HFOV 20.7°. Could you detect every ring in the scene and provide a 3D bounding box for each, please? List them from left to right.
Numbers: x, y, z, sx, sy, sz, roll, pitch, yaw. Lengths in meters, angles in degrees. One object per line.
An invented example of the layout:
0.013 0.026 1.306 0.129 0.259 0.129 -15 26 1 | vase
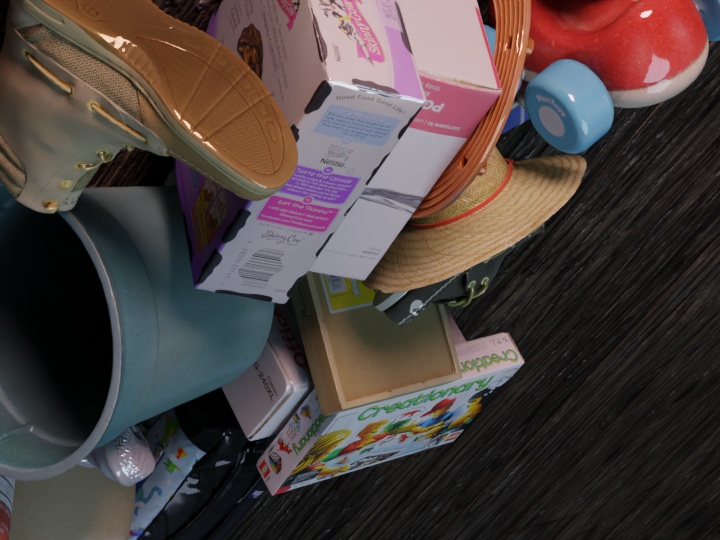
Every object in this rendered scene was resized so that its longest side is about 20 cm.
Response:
0.063 -0.132 1.333 0.019 0.202 0.201 13 136 -25 | ring

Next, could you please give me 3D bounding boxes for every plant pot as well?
-0.264 0.194 1.633 0.199 0.135 0.201 -27 157 -12 | plant pot
-0.174 0.024 1.364 0.200 0.201 0.195 -47 161 32 | plant pot

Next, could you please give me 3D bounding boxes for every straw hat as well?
0.064 -0.070 1.424 0.200 0.086 0.201 -28 -165 8 | straw hat

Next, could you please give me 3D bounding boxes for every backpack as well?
-0.163 0.190 1.766 0.163 0.153 0.201 2 118 -61 | backpack

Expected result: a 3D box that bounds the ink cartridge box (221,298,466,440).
-0.032 0.041 1.606 0.199 0.146 0.083 -10 152 -42 | ink cartridge box

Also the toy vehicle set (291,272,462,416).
0.000 0.000 1.505 0.123 0.202 0.026 -10 172 -39 | toy vehicle set

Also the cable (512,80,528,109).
0.188 -0.177 1.506 0.200 0.050 0.097 -43 171 28 | cable

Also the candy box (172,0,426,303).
-0.048 -0.108 1.252 0.071 0.169 0.200 10 138 -27 | candy box

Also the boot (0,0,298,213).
-0.143 -0.081 1.186 0.073 0.199 0.156 -53 179 -45 | boot

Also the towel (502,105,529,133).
0.182 -0.194 1.577 0.199 0.024 0.145 -30 154 -9 | towel

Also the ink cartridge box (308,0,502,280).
0.001 -0.112 1.328 0.082 0.148 0.200 11 136 -28 | ink cartridge box

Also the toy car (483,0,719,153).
0.151 -0.223 1.363 0.184 0.176 0.201 -36 131 -23 | toy car

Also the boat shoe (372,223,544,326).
0.080 -0.011 1.506 0.072 0.061 0.202 -29 -170 43 | boat shoe

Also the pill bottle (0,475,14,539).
-0.301 0.149 1.397 0.111 0.202 0.113 0 150 0 | pill bottle

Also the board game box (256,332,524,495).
0.025 0.114 1.588 0.199 0.035 0.126 -13 152 -38 | board game box

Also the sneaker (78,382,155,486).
-0.229 0.124 1.485 0.114 0.200 0.076 -30 119 -7 | sneaker
